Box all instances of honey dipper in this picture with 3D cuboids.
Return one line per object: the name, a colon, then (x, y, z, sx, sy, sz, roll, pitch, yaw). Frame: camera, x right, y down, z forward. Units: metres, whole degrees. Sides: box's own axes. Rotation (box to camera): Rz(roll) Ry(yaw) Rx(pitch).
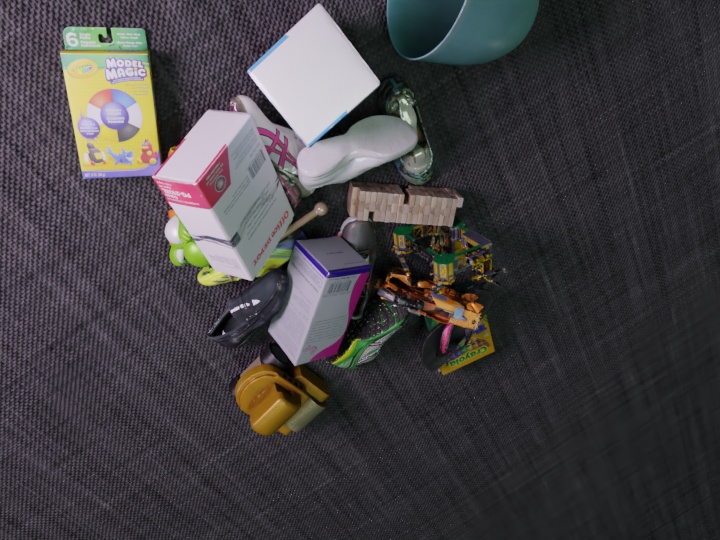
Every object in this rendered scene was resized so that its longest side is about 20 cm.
honey dipper: (-0.136, -0.051, 0.945, 0.199, 0.038, 0.038, -34, 123, -10)

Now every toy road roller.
toy road roller: (-0.149, 0.253, 1.101, 0.123, 0.146, 0.200, -43, 121, 8)

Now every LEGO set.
LEGO set: (0.151, -0.010, 1.042, 0.153, 0.199, 0.117, -25, 125, -27)

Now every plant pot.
plant pot: (0.156, -0.391, 0.831, 0.159, 0.201, 0.203, 1, 118, -32)

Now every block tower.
block tower: (0.078, -0.117, 1.020, 0.197, 0.054, 0.059, 1, 118, -13)

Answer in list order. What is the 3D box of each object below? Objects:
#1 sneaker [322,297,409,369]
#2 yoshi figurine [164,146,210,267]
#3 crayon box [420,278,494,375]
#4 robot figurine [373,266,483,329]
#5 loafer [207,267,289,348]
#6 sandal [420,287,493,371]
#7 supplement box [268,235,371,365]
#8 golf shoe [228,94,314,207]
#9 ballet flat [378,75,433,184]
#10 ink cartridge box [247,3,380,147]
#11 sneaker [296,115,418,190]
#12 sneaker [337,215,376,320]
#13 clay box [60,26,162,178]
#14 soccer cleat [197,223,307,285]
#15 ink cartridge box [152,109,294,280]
sneaker: (0.019, 0.124, 1.125, 0.199, 0.079, 0.085, -36, 135, 27)
yoshi figurine: (-0.253, -0.089, 0.908, 0.111, 0.112, 0.202, 0, 121, -25)
crayon box: (0.204, 0.131, 1.205, 0.124, 0.052, 0.202, -24, 122, -4)
robot figurine: (0.121, 0.047, 1.064, 0.197, 0.145, 0.059, 20, 101, 0)
loafer: (-0.195, 0.068, 1.008, 0.070, 0.069, 0.201, 14, 131, -43)
sandal: (0.189, 0.121, 1.138, 0.075, 0.045, 0.201, 32, 104, -29)
supplement box: (-0.075, 0.052, 1.012, 0.100, 0.103, 0.202, -8, 130, -43)
golf shoe: (-0.131, -0.199, 0.913, 0.092, 0.072, 0.201, -43, 131, -11)
ballet flat: (0.081, -0.221, 0.965, 0.074, 0.074, 0.201, -28, 123, -1)
ink cartridge box: (-0.065, -0.270, 0.827, 0.128, 0.200, 0.125, -40, 104, 6)
sneaker: (-0.006, -0.180, 0.917, 0.197, 0.076, 0.089, -19, 160, -10)
sneaker: (0.000, 0.000, 1.050, 0.076, 0.082, 0.203, -5, 119, -15)
clay box: (-0.353, -0.237, 0.828, 0.113, 0.048, 0.203, -6, 120, -15)
soccer cleat: (-0.181, -0.011, 0.996, 0.198, 0.065, 0.084, -25, 125, -4)
ink cartridge box: (-0.190, -0.107, 0.852, 0.146, 0.083, 0.201, -62, 150, -31)
